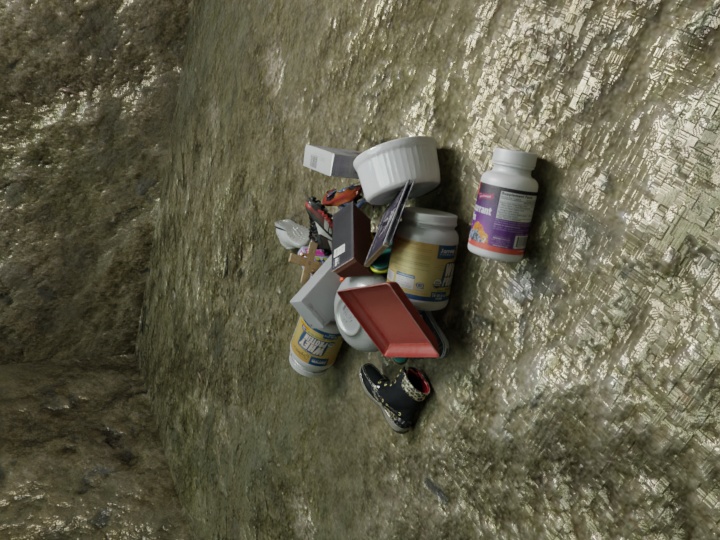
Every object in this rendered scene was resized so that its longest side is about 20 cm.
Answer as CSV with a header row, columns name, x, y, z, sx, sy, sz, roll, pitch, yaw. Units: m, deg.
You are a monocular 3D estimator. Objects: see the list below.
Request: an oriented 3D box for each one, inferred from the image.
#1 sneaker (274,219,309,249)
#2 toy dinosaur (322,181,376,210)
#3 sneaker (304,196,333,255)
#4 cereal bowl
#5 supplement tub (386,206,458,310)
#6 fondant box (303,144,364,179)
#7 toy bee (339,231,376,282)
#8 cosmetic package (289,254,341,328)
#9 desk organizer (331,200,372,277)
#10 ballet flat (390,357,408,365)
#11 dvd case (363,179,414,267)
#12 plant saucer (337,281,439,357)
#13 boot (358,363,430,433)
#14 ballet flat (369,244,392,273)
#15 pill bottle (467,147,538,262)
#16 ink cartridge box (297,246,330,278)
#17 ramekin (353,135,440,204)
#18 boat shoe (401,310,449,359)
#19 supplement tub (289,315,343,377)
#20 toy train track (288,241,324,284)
name,x,y,z,sx,sy,sz,roll,pitch,yaw
sneaker,-0.215,-0.102,1.918,0.200,0.075,0.082,37,132,55
toy dinosaur,-0.039,-0.206,1.587,0.178,0.200,0.107,0,73,25
sneaker,-0.109,-0.114,1.636,0.097,0.201,0.071,-36,44,-2
cereal bowl,0.000,0.104,1.438,0.198,0.082,0.204,15,110,47
supplement tub,0.137,-0.028,1.306,0.144,0.142,0.204,25,111,53
fondant box,-0.026,-0.271,1.509,0.144,0.197,0.059,30,116,51
toy bee,0.000,0.000,1.537,0.131,0.106,0.204,66,-152,-69
cosmetic package,-0.083,0.048,1.586,0.102,0.201,0.071,50,151,-19
desk organizer,-0.020,-0.066,1.462,0.071,0.077,0.202,-30,39,27
ballet flat,0.083,0.140,1.487,0.067,0.067,0.204,125,141,-67
dvd case,0.060,-0.098,1.299,0.200,0.016,0.151,132,160,-72
plant saucer,0.064,0.103,1.285,0.201,0.037,0.198,53,149,-17
boot,0.084,0.276,1.462,0.204,0.073,0.155,53,134,32
ballet flat,0.062,-0.036,1.445,0.201,0.065,0.068,-78,-12,-54
pill bottle,0.277,-0.128,1.140,0.111,0.110,0.204,27,112,52
ink cartridge box,-0.095,0.022,1.684,0.042,0.117,0.203,-49,51,46
ramekin,0.088,-0.221,1.352,0.199,0.198,0.100,-21,81,54
boat shoe,0.123,0.124,1.389,0.201,0.090,0.072,55,132,40
supplement tub,-0.120,0.191,1.702,0.145,0.142,0.202,52,131,41
toy train track,-0.111,-0.007,1.640,0.032,0.197,0.117,-3,71,61
